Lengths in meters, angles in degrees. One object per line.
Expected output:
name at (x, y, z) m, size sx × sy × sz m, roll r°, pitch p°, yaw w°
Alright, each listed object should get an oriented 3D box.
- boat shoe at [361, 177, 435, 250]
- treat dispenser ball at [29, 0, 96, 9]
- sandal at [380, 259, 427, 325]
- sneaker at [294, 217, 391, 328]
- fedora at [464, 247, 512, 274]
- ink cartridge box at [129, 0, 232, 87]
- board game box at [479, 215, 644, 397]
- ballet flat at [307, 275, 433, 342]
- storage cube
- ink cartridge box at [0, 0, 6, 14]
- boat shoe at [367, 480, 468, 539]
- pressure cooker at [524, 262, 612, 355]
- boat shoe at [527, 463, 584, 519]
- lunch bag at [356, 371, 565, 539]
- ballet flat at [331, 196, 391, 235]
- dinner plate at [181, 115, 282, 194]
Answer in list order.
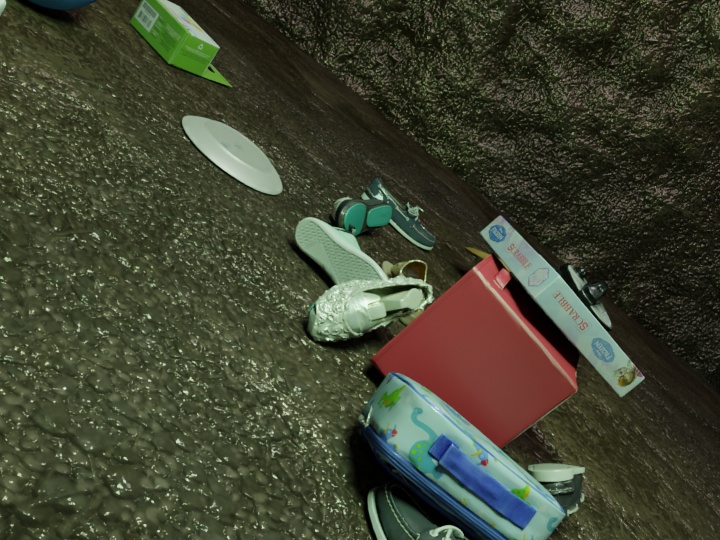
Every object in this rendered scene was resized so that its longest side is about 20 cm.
boat shoe at (0.094, -0.124, 1.528) m, size 0.199 × 0.062 × 0.075 m, roll 39°, pitch 16°, yaw -5°
treat dispenser ball at (-0.467, -0.507, 1.061) m, size 0.200 × 0.201 × 0.201 m, roll 35°, pitch 18°, yaw -13°
sandal at (0.089, 0.018, 1.163) m, size 0.077 × 0.070 × 0.212 m, roll 34°, pitch 19°, yaw -19°
sneaker at (0.000, -0.001, 1.022) m, size 0.201 × 0.074 × 0.118 m, roll 47°, pitch 16°, yaw 18°
fedora at (0.304, 0.017, 1.554) m, size 0.199 × 0.083 × 0.201 m, roll 24°, pitch 3°, yaw -2°
ink cartridge box at (-0.348, -0.471, 1.427) m, size 0.148 × 0.076 × 0.199 m, roll 47°, pitch 20°, yaw 19°
board game box at (0.256, 0.040, 0.899) m, size 0.200 × 0.041 × 0.200 m, roll 44°, pitch 11°, yaw -25°
ballet flat at (0.021, 0.041, 0.872) m, size 0.199 × 0.072 × 0.072 m, roll -16°, pitch 55°, yaw -46°
storage cube at (0.149, 0.110, 0.873) m, size 0.180 × 0.200 × 0.171 m, roll 49°, pitch 18°, yaw 7°
ink cartridge box at (-0.363, -0.151, 0.516) m, size 0.084 × 0.146 × 0.201 m, roll 33°, pitch 20°, yaw -24°
boat shoe at (0.078, 0.255, 0.586) m, size 0.075 × 0.060 × 0.200 m, roll 14°, pitch 31°, yaw -53°
pressure cooker at (0.425, 0.084, 1.443) m, size 0.178 × 0.199 × 0.177 m, roll 41°, pitch 24°, yaw -28°
boat shoe at (0.251, 0.280, 0.885) m, size 0.200 × 0.073 × 0.061 m, roll 38°, pitch 49°, yaw -69°
lunch bag at (0.093, 0.189, 0.679) m, size 0.199 × 0.083 × 0.161 m, roll 39°, pitch -5°, yaw -10°
ballet flat at (-0.011, -0.101, 1.270) m, size 0.073 × 0.073 × 0.199 m, roll 44°, pitch 24°, yaw 15°
dinner plate at (-0.207, -0.200, 1.158) m, size 0.199 × 0.024 × 0.201 m, roll 35°, pitch 19°, yaw -14°
